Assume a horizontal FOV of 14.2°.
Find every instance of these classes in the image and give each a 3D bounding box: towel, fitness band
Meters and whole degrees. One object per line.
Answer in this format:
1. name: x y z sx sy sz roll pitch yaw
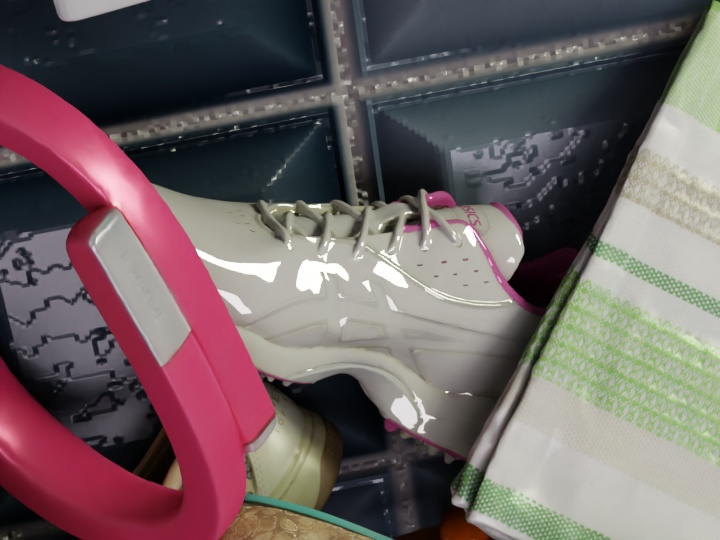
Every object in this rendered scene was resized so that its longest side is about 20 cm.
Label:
1. towel: 0.137 0.027 1.004 0.149 0.031 0.201 28 87 -9
2. fitness band: -0.106 0.014 0.963 0.143 0.037 0.201 7 134 40

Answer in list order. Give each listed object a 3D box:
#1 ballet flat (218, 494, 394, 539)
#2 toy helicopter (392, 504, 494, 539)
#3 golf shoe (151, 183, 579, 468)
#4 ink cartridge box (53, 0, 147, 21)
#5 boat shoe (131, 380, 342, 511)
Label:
1. ballet flat: 0.031 0.130 0.985 0.199 0.065 0.071 9 144 21
2. toy helicopter: 0.022 0.146 1.091 0.199 0.079 0.133 -4 110 -30
3. golf shoe: 0.000 0.000 1.009 0.199 0.075 0.092 24 109 -34
4. ink cartridge box: -0.049 -0.192 0.846 0.145 0.083 0.201 -15 127 1
5. boat shoe: -0.092 0.115 1.073 0.063 0.073 0.200 37 101 -24
